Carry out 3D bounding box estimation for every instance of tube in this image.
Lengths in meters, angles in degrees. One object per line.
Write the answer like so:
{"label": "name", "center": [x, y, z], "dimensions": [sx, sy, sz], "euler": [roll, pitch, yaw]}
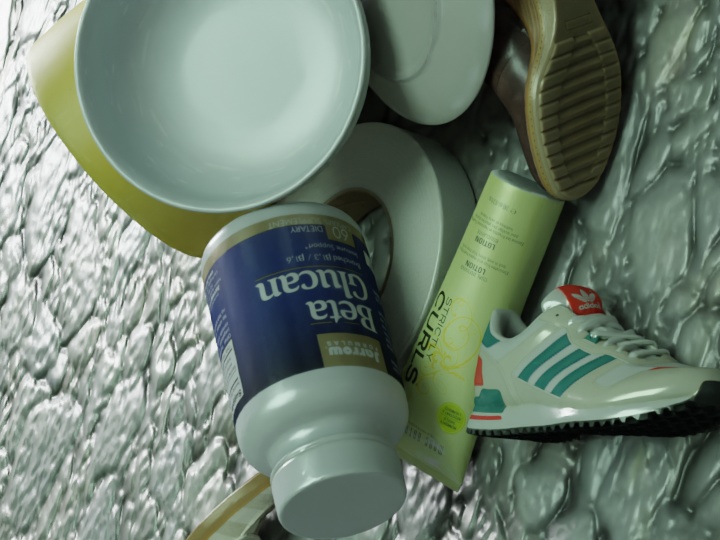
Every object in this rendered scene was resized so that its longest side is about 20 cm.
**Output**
{"label": "tube", "center": [0.070, 0.036, 1.607], "dimensions": [0.058, 0.052, 0.200], "euler": [-121, 51, -70]}

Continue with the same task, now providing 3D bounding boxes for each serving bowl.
{"label": "serving bowl", "center": [-0.083, -0.135, 1.652], "dimensions": [0.200, 0.066, 0.200], "euler": [-1, 88, 16]}

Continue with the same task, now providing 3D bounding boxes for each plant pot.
{"label": "plant pot", "center": [-0.101, -0.143, 1.780], "dimensions": [0.189, 0.201, 0.201], "euler": [-40, 47, 16]}

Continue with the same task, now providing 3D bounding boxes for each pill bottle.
{"label": "pill bottle", "center": [-0.031, 0.065, 1.610], "dimensions": [0.111, 0.111, 0.200], "euler": [-41, 49, 34]}

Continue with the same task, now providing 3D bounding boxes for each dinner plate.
{"label": "dinner plate", "center": [0.020, -0.188, 1.612], "dimensions": [0.200, 0.024, 0.200], "euler": [37, 135, 49]}

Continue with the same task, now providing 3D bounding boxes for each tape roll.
{"label": "tape roll", "center": [0.000, 0.000, 1.715], "dimensions": [0.203, 0.037, 0.203], "euler": [-22, 61, 44]}

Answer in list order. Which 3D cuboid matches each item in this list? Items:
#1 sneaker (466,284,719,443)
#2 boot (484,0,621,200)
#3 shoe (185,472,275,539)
{"label": "sneaker", "center": [0.137, 0.052, 1.498], "dimensions": [0.200, 0.070, 0.093], "euler": [-9, 75, 52]}
{"label": "boot", "center": [0.086, -0.145, 1.615], "dimensions": [0.166, 0.072, 0.200], "euler": [3, 102, 56]}
{"label": "shoe", "center": [-0.105, 0.210, 1.761], "dimensions": [0.053, 0.070, 0.200], "euler": [43, 113, 3]}
